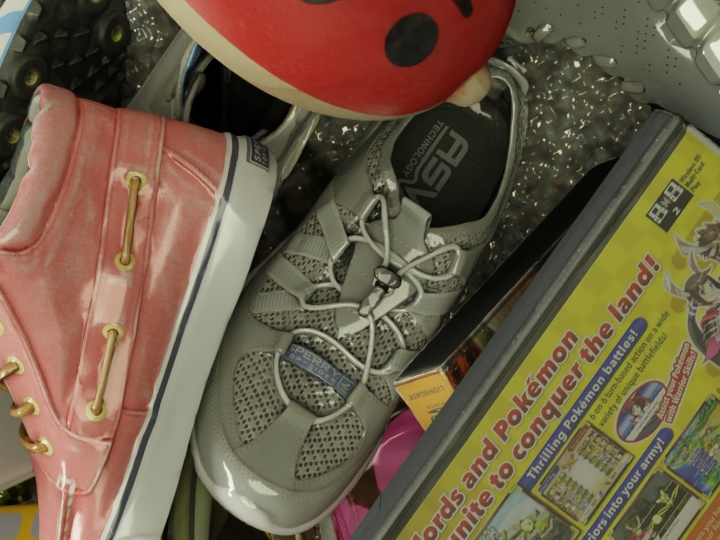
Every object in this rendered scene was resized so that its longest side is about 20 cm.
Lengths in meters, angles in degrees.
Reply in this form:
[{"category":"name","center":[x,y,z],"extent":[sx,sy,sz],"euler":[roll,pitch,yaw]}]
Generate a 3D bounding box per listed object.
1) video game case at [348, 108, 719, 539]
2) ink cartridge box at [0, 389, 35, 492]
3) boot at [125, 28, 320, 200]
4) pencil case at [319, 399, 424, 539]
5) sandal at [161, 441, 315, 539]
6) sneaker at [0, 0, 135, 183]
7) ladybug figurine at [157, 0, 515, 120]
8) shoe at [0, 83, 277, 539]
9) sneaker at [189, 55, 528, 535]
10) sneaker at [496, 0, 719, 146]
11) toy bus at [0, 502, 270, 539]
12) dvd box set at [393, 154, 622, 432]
[{"category":"video game case","center":[0.115,0.077,1.030],"extent":[0.180,0.025,0.201],"euler":[36,89,-16]},{"category":"ink cartridge box","center":[-0.225,0.014,1.102],"extent":[0.199,0.083,0.148],"euler":[0,106,42]},{"category":"boot","center":[-0.060,-0.049,1.107],"extent":[0.073,0.096,0.201],"euler":[26,106,0]},{"category":"pencil case","center":[0.038,0.145,1.101],"extent":[0.093,0.201,0.091],"euler":[2,145,-28]},{"category":"sandal","center":[-0.042,0.088,1.093],"extent":[0.057,0.202,0.080],"euler":[11,139,-1]},{"category":"sneaker","center":[-0.144,-0.035,1.127],"extent":[0.072,0.072,0.201],"euler":[39,118,34]},{"category":"ladybug figurine","center":[-0.014,-0.136,1.004],"extent":[0.136,0.072,0.200],"euler":[-48,108,-16]},{"category":"shoe","center":[-0.103,0.037,1.045],"extent":[0.090,0.071,0.201],"euler":[17,101,-13]},{"category":"sneaker","center":[0.000,0.000,1.067],"extent":[0.074,0.082,0.201],"euler":[28,65,-4]},{"category":"sneaker","center":[0.094,-0.089,1.102],"extent":[0.115,0.075,0.201],"euler":[-26,107,32]},{"category":"toy bus","center":[-0.120,0.134,1.164],"extent":[0.198,0.079,0.065],"euler":[-5,129,8]},{"category":"dvd box set","center":[0.110,0.077,1.092],"extent":[0.029,0.146,0.201],"euler":[-17,110,48]}]
